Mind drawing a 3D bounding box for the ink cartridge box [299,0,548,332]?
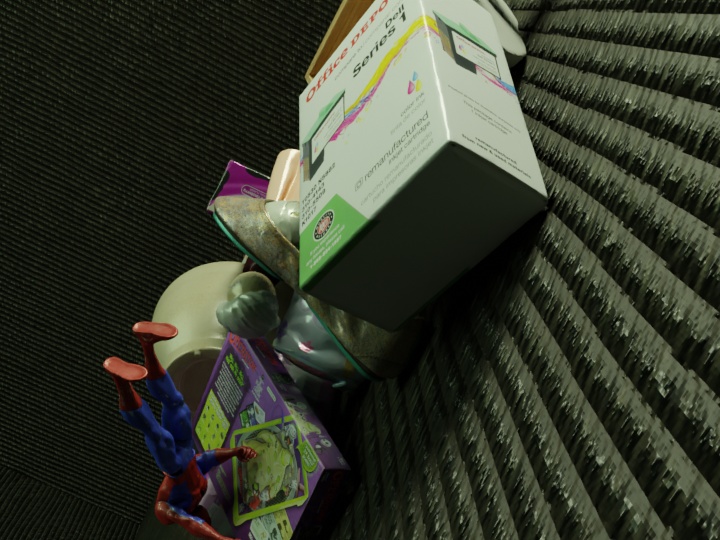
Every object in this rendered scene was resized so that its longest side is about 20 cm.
[{"bbox_3d":[0.029,-0.087,0.543,0.145,0.083,0.201,-43,35,35],"label":"ink cartridge box"}]

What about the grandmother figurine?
[{"bbox_3d":[-0.073,-0.026,0.704,0.121,0.060,0.201,-47,19,52],"label":"grandmother figurine"}]

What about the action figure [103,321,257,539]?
[{"bbox_3d":[-0.118,0.138,0.603,0.065,0.098,0.202,-58,-26,-46],"label":"action figure"}]

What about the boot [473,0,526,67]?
[{"bbox_3d":[0.090,-0.194,0.715,0.090,0.073,0.200,-40,10,24],"label":"boot"}]

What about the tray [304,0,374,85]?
[{"bbox_3d":[0.022,-0.217,0.707,0.201,0.037,0.099,-57,45,36],"label":"tray"}]

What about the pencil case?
[{"bbox_3d":[0.000,0.000,0.703,0.202,0.090,0.083,-65,-14,-9],"label":"pencil case"}]

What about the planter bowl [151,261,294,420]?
[{"bbox_3d":[-0.156,0.108,0.923,0.201,0.199,0.135,-60,9,21],"label":"planter bowl"}]

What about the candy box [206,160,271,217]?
[{"bbox_3d":[-0.071,-0.038,0.877,0.062,0.135,0.200,-64,-11,-7],"label":"candy box"}]

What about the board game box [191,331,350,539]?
[{"bbox_3d":[-0.081,0.142,0.651,0.200,0.032,0.121,48,123,51],"label":"board game box"}]

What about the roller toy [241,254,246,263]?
[{"bbox_3d":[-0.106,-0.022,1.188,0.184,0.139,0.200,-65,9,-2],"label":"roller toy"}]

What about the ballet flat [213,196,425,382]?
[{"bbox_3d":[-0.027,-0.008,0.603,0.067,0.200,0.068,-52,-16,19],"label":"ballet flat"}]

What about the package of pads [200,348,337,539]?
[{"bbox_3d":[-0.092,0.168,0.790,0.201,0.075,0.121,-58,8,36],"label":"package of pads"}]
